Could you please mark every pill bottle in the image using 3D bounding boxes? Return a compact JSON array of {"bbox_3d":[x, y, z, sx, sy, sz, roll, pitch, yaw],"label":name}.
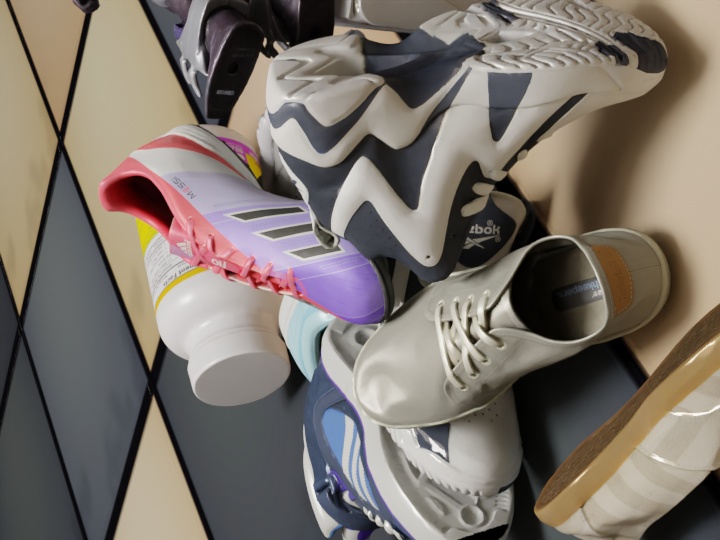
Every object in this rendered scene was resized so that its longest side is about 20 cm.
[{"bbox_3d":[-0.108,-0.003,1.319,0.104,0.104,0.201,-58,40,47],"label":"pill bottle"}]

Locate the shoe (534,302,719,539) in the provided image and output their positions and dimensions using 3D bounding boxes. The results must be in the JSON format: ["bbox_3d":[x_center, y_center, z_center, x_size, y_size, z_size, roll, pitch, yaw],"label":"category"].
[{"bbox_3d":[0.154,0.072,0.832,0.053,0.070,0.200,40,134,4],"label":"shoe"}]

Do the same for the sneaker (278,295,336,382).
[{"bbox_3d":[0.000,0.000,1.140,0.201,0.073,0.082,102,150,-42],"label":"sneaker"}]

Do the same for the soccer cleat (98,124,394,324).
[{"bbox_3d":[-0.065,-0.017,0.997,0.200,0.073,0.069,34,138,34],"label":"soccer cleat"}]

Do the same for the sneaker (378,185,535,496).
[{"bbox_3d":[0.056,0.017,0.999,0.130,0.079,0.200,107,162,-46],"label":"sneaker"}]

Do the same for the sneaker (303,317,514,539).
[{"bbox_3d":[0.024,0.136,1.080,0.147,0.080,0.200,99,150,-41],"label":"sneaker"}]

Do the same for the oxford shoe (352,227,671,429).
[{"bbox_3d":[0.066,0.030,0.919,0.199,0.058,0.076,-25,79,35],"label":"oxford shoe"}]

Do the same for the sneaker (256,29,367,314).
[{"bbox_3d":[-0.016,-0.057,1.047,0.082,0.075,0.201,36,140,15],"label":"sneaker"}]

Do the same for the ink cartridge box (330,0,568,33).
[{"bbox_3d":[0.021,-0.179,1.010,0.200,0.144,0.084,21,106,63],"label":"ink cartridge box"}]

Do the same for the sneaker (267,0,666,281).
[{"bbox_3d":[0.057,-0.059,0.902,0.080,0.198,0.130,-112,11,-53],"label":"sneaker"}]

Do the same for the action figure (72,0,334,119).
[{"bbox_3d":[-0.099,-0.162,0.956,0.200,0.129,0.070,44,136,41],"label":"action figure"}]
